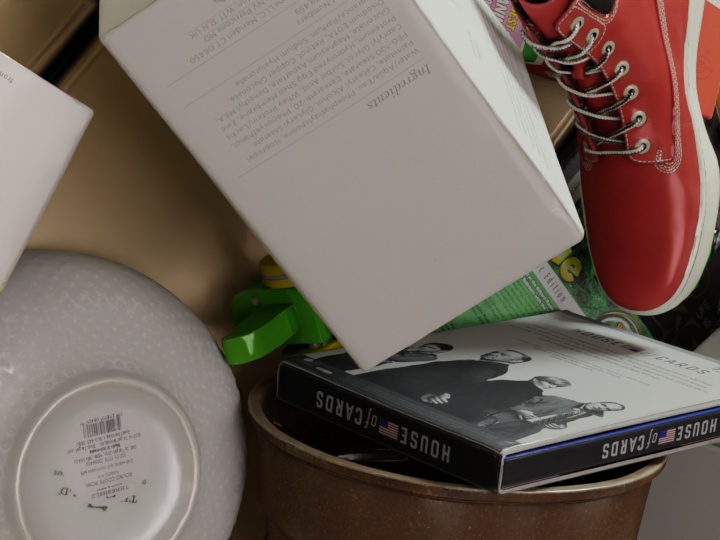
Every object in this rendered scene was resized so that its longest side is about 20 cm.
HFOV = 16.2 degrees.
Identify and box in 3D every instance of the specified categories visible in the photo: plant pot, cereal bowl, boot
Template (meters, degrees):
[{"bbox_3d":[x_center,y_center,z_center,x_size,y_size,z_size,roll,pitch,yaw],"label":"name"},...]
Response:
[{"bbox_3d":[0.035,0.164,1.220,0.200,0.200,0.198,-2,106,-33],"label":"plant pot"},{"bbox_3d":[-0.134,0.091,1.161,0.200,0.083,0.200,-4,98,-32],"label":"cereal bowl"},{"bbox_3d":[0.114,-0.078,1.218,0.144,0.072,0.200,1,87,-59],"label":"boot"}]

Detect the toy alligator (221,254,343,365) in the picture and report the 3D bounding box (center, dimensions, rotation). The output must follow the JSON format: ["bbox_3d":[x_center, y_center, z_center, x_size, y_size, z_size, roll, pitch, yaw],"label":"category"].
[{"bbox_3d":[0.000,0.000,1.256,0.200,0.054,0.059,-28,112,-33],"label":"toy alligator"}]

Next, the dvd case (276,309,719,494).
[{"bbox_3d":[0.083,0.058,1.204,0.200,0.150,0.025,-8,109,-42],"label":"dvd case"}]

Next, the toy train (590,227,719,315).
[{"bbox_3d":[0.214,0.003,1.310,0.200,0.042,0.056,14,50,2],"label":"toy train"}]

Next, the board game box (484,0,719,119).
[{"bbox_3d":[0.109,-0.175,1.304,0.200,0.040,0.153,14,88,-28],"label":"board game box"}]

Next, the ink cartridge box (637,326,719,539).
[{"bbox_3d":[0.220,0.102,1.338,0.200,0.084,0.146,-37,132,-45],"label":"ink cartridge box"}]

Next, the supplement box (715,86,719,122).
[{"bbox_3d":[0.306,-0.079,1.341,0.109,0.200,0.110,-26,104,-43],"label":"supplement box"}]

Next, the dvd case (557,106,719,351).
[{"bbox_3d":[0.190,-0.021,1.398,0.149,0.016,0.200,-49,118,-18],"label":"dvd case"}]

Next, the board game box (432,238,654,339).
[{"bbox_3d":[0.109,0.057,1.343,0.105,0.023,0.200,-42,117,-11],"label":"board game box"}]

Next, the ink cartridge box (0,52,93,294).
[{"bbox_3d":[-0.230,-0.013,1.060,0.125,0.129,0.200,32,79,-31],"label":"ink cartridge box"}]

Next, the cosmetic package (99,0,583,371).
[{"bbox_3d":[-0.013,-0.099,1.133,0.123,0.199,0.200,-33,116,12],"label":"cosmetic package"}]
